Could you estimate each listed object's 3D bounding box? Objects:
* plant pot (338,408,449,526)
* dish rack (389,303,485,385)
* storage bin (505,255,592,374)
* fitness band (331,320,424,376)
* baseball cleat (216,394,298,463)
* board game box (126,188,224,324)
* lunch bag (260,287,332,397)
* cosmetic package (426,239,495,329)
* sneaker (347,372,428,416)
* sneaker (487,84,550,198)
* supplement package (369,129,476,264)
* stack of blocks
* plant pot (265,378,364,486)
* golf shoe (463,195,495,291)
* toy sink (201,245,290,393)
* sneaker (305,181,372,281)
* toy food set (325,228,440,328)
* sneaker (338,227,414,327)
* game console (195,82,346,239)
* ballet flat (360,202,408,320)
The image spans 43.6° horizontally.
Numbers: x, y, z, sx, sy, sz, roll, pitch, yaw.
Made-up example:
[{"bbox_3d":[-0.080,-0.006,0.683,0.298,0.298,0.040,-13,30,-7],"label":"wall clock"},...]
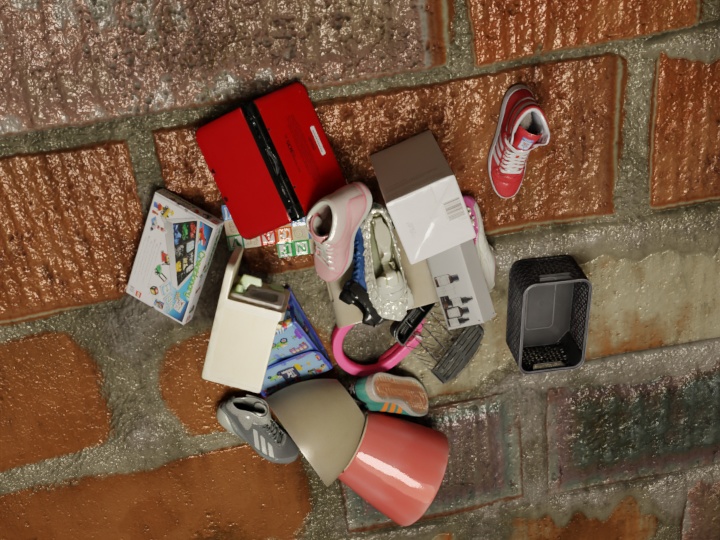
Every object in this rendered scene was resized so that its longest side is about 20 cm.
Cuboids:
[{"bbox_3d":[0.051,0.378,1.786,0.175,0.201,0.202,28,112,-13],"label":"plant pot"},{"bbox_3d":[0.155,0.118,1.698,0.154,0.054,0.200,-49,118,-9],"label":"dish rack"},{"bbox_3d":[0.357,0.085,1.720,0.132,0.094,0.203,-6,119,-6],"label":"storage bin"},{"bbox_3d":[0.035,0.117,1.717,0.200,0.038,0.143,-43,116,13],"label":"fitness band"},{"bbox_3d":[-0.186,0.311,1.757,0.198,0.071,0.106,32,135,-24],"label":"baseball cleat"},{"bbox_3d":[-0.322,-0.022,1.551,0.125,0.035,0.202,28,115,9],"label":"board game box"},{"bbox_3d":[-0.152,0.153,1.690,0.149,0.095,0.201,-25,133,6],"label":"lunch bag"},{"bbox_3d":[0.168,-0.003,1.596,0.082,0.050,0.204,-15,94,39],"label":"cosmetic package"},{"bbox_3d":[0.056,0.243,1.766,0.079,0.073,0.199,-12,153,38],"label":"sneaker"},{"bbox_3d":[0.268,-0.201,1.534,0.070,0.113,0.203,-1,119,-8],"label":"sneaker"},{"bbox_3d":[0.100,-0.127,1.497,0.118,0.201,0.123,-23,120,5],"label":"supplement package"},{"bbox_3d":[-0.135,-0.087,1.562,0.196,0.059,0.117,-8,120,-5],"label":"stack of blocks"},{"bbox_3d":[-0.069,0.284,1.700,0.134,0.200,0.202,-36,120,-10],"label":"plant pot"},{"bbox_3d":[0.205,-0.041,1.647,0.091,0.074,0.204,-22,112,-47],"label":"golf shoe"},{"bbox_3d":[-0.184,0.079,1.512,0.110,0.131,0.204,14,105,-5],"label":"toy sink"},{"bbox_3d":[-0.057,-0.053,1.479,0.104,0.075,0.202,-26,151,-44],"label":"sneaker"},{"bbox_3d":[0.034,0.010,1.625,0.196,0.060,0.146,-15,87,1],"label":"toy food set"},{"bbox_3d":[0.000,0.000,1.557,0.110,0.077,0.202,-30,93,-10],"label":"sneaker"},{"bbox_3d":[-0.145,-0.180,1.490,0.171,0.118,0.203,-31,103,-32],"label":"game console"},{"bbox_3d":[0.038,-0.013,1.493,0.070,0.072,0.204,-13,91,-1],"label":"ballet flat"}]
